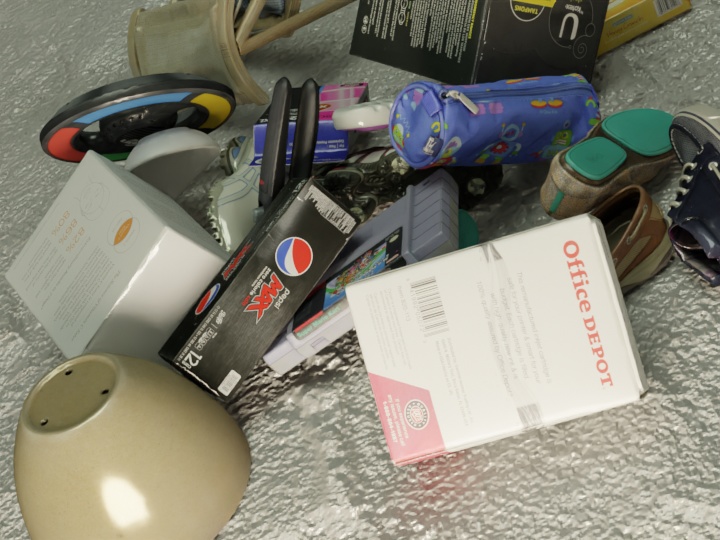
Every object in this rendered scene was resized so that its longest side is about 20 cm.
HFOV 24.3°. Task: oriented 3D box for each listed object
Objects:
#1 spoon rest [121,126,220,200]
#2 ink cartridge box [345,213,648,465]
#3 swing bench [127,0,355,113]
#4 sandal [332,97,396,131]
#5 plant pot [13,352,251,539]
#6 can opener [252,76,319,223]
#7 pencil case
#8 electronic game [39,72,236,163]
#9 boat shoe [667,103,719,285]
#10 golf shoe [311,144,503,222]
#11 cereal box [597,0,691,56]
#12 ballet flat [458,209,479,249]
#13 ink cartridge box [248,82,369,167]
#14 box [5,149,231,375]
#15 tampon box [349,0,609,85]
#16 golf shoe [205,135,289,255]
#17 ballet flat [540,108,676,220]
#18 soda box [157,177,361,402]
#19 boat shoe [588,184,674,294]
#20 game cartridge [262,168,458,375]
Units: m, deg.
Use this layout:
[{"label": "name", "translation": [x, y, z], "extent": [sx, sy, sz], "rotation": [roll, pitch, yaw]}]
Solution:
[{"label": "spoon rest", "translation": [-0.202, -0.100, 1.694], "extent": [0.099, 0.061, 0.200], "rotation": [-15, -2, -20]}, {"label": "ink cartridge box", "translation": [0.107, 0.054, 1.284], "extent": [0.200, 0.147, 0.083], "rotation": [-16, -5, 14]}, {"label": "swing bench", "translation": [-0.141, -0.277, 1.827], "extent": [0.199, 0.130, 0.200], "rotation": [-2, 42, 51]}, {"label": "sandal", "translation": [0.063, -0.143, 1.604], "extent": [0.202, 0.050, 0.082], "rotation": [-9, 9, -27]}, {"label": "plant pot", "translation": [-0.210, 0.147, 1.390], "extent": [0.200, 0.135, 0.200], "rotation": [-18, 37, 14]}, {"label": "can opener", "translation": [-0.070, -0.079, 1.529], "extent": [0.063, 0.200, 0.079], "rotation": [-10, 25, -32]}, {"label": "pencil case", "translation": [0.123, -0.134, 1.482], "extent": [0.200, 0.087, 0.078], "rotation": [-6, 63, -31]}, {"label": "electronic game", "translation": [-0.223, -0.149, 1.676], "extent": [0.200, 0.200, 0.042], "rotation": [-18, 79, 14]}, {"label": "boat shoe", "translation": [0.282, -0.066, 1.377], "extent": [0.093, 0.075, 0.200], "rotation": [-22, 36, -8]}, {"label": "golf shoe", "translation": [0.039, -0.095, 1.576], "extent": [0.200, 0.077, 0.088], "rotation": [-9, 29, 20]}, {"label": "cereal box", "translation": [0.233, -0.291, 1.715], "extent": [0.144, 0.040, 0.200], "rotation": [-27, 36, 2]}, {"label": "ballet flat", "translation": [0.058, 0.022, 1.435], "extent": [0.075, 0.068, 0.200], "rotation": [-27, 29, 26]}, {"label": "ink cartridge box", "translation": [-0.049, -0.145, 1.653], "extent": [0.095, 0.037, 0.200], "rotation": [-3, 21, 9]}, {"label": "box", "translation": [-0.219, 0.005, 1.549], "extent": [0.152, 0.106, 0.200], "rotation": [-55, 38, 5]}, {"label": "tampon box", "translation": [0.113, -0.245, 1.607], "extent": [0.150, 0.126, 0.200], "rotation": [2, 15, -37]}, {"label": "golf shoe", "translation": [-0.092, -0.071, 1.632], "extent": [0.097, 0.078, 0.200], "rotation": [-10, 41, 14]}, {"label": "ballet flat", "translation": [0.213, -0.090, 1.448], "extent": [0.068, 0.067, 0.200], "rotation": [41, 37, 21]}, {"label": "soda box", "translation": [-0.088, 0.015, 1.455], "extent": [0.200, 0.063, 0.071], "rotation": [-53, 16, -8]}, {"label": "boat shoe", "translation": [0.174, 0.004, 1.368], "extent": [0.200, 0.072, 0.076], "rotation": [-44, 39, -21]}, {"label": "game cartridge", "translation": [0.000, 0.000, 1.453], "extent": [0.200, 0.038, 0.130], "rotation": [-36, 17, 20]}]
